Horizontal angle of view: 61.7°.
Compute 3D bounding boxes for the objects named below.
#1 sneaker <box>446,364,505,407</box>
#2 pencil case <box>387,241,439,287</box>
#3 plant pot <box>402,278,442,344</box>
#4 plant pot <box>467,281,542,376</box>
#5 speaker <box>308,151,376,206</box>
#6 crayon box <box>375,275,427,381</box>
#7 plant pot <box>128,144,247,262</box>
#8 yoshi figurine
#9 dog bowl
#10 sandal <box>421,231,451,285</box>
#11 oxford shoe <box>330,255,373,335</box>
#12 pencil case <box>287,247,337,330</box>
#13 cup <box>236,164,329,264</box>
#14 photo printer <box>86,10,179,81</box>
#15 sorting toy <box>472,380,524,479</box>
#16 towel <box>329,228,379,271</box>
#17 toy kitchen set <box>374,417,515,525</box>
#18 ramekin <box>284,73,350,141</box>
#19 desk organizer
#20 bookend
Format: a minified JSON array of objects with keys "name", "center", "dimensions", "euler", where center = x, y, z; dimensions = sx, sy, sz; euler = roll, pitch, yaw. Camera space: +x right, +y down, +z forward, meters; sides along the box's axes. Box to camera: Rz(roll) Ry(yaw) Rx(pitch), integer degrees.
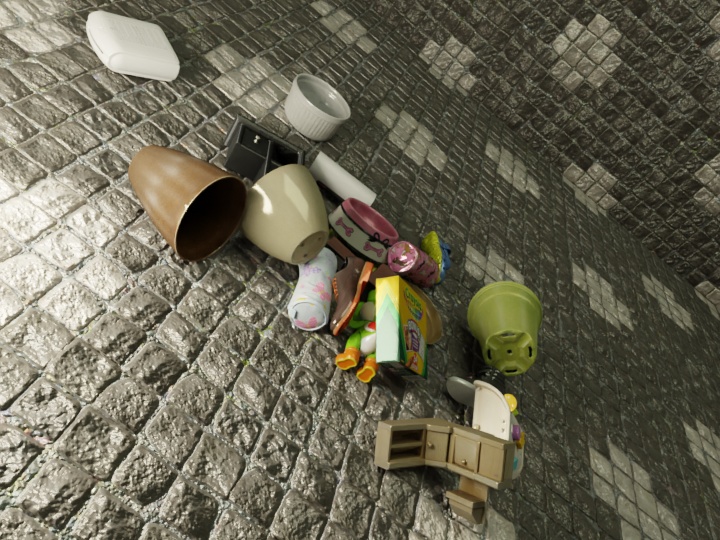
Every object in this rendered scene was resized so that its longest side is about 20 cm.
[{"name":"sneaker","center":[0.274,0.264,1.426],"dimensions":[0.198,0.070,0.101],"euler":[30,51,-30]},{"name":"pencil case","center":[0.137,-0.014,1.547],"dimensions":[0.083,0.087,0.199],"euler":[42,6,27]},{"name":"plant pot","center":[0.121,0.105,1.502],"dimensions":[0.197,0.028,0.203],"euler":[28,37,-22]},{"name":"plant pot","center":[0.370,0.160,1.520],"dimensions":[0.198,0.201,0.185],"euler":[35,26,-9]},{"name":"speaker","center":[-0.054,-0.235,1.650],"dimensions":[0.198,0.081,0.082],"euler":[37,33,-9]},{"name":"crayon box","center":[0.091,0.128,1.282],"dimensions":[0.200,0.057,0.178],"euler":[41,47,-61]},{"name":"plant pot","center":[-0.356,-0.152,1.179],"dimensions":[0.198,0.190,0.186],"euler":[35,31,17]},{"name":"yoshi figurine","center":[0.005,0.138,1.308],"dimensions":[0.109,0.114,0.203],"euler":[4,48,16]},{"name":"dog bowl","center":[0.014,-0.106,1.537],"dimensions":[0.198,0.074,0.201],"euler":[35,18,-13]},{"name":"sandal","center":[0.226,-0.029,1.720],"dimensions":[0.086,0.079,0.203],"euler":[33,36,-20]},{"name":"oxford shoe","center":[-0.035,0.051,1.277],"dimensions":[0.071,0.072,0.202],"euler":[25,47,-1]},{"name":"pencil case","center":[-0.101,0.034,1.298],"dimensions":[0.089,0.084,0.203],"euler":[27,36,-18]},{"name":"cup","center":[-0.146,-0.099,1.283],"dimensions":[0.198,0.202,0.144],"euler":[-12,56,-51]},{"name":"photo printer","center":[-0.564,-0.551,1.481],"dimensions":[0.197,0.070,0.168],"euler":[-7,57,-49]},{"name":"sorting toy","center":[0.318,0.370,1.323],"dimensions":[0.180,0.105,0.205],"euler":[44,48,-44]},{"name":"towel","center":[-0.011,-0.031,1.502],"dimensions":[0.198,0.018,0.086],"euler":[39,39,7]},{"name":"toy kitchen set","center":[0.151,0.381,1.115],"dimensions":[0.177,0.197,0.168],"euler":[9,86,-39]},{"name":"ramekin","center":[-0.137,-0.486,1.822],"dimensions":[0.197,0.105,0.203],"euler":[28,35,-21]},{"name":"desk organizer","center":[0.000,0.000,1.418],"dimensions":[0.199,0.072,0.077],"euler":[42,48,9]},{"name":"bookend","center":[-0.241,-0.249,1.459],"dimensions":[0.197,0.092,0.202],"euler":[26,37,-22]}]
